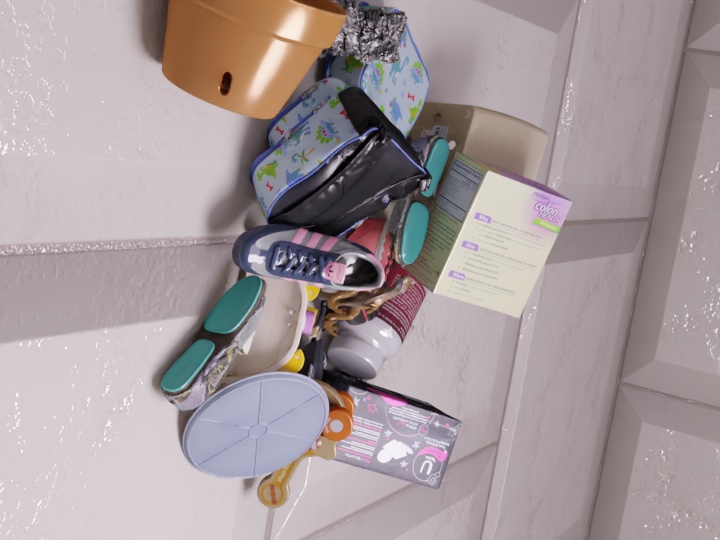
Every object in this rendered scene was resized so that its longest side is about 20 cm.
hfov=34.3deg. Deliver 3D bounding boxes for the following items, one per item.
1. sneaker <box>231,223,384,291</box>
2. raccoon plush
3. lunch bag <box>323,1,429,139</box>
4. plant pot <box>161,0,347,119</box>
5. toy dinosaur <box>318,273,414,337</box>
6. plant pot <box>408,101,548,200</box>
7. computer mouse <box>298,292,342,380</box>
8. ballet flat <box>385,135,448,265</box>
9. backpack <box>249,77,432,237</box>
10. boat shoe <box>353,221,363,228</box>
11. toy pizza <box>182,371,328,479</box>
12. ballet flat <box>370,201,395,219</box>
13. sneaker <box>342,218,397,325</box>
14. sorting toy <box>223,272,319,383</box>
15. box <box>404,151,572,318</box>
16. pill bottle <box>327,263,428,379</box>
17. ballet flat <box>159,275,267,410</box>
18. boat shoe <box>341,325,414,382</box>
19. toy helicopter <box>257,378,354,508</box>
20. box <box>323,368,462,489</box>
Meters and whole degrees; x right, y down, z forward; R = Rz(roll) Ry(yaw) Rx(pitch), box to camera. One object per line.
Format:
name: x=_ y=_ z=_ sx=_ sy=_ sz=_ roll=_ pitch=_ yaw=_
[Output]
sneaker: x=-0.059 y=-0.013 z=1.453 sx=0.199 sy=0.082 sz=0.071 roll=4 pitch=105 yaw=-30
raccoon plush: x=-0.029 y=-0.310 z=1.496 sx=0.200 sy=0.133 sz=0.097 roll=-15 pitch=116 yaw=-61
lunch bag: x=0.027 y=-0.276 z=1.683 sx=0.161 sy=0.082 sz=0.200 roll=-65 pitch=152 yaw=-19
plant pot: x=-0.130 y=-0.257 z=1.282 sx=0.200 sy=0.199 sz=0.141 roll=-11 pitch=128 yaw=-61
toy dinosaur: x=-0.016 y=0.040 z=1.567 sx=0.106 sy=0.199 sz=0.061 roll=-34 pitch=115 yaw=-47
plant pot: x=0.154 y=-0.174 z=1.880 sx=0.177 sy=0.199 sz=0.201 roll=28 pitch=77 yaw=-50
computer mouse: x=-0.067 y=0.131 z=1.678 sx=0.141 sy=0.046 sz=0.201 roll=100 pitch=14 yaw=-65
ballet flat: x=0.074 y=-0.105 z=1.725 sx=0.072 sy=0.072 sz=0.201 roll=36 pitch=70 yaw=-62
backpack: x=-0.042 y=-0.135 z=1.517 sx=0.200 sy=0.147 sz=0.183 roll=-37 pitch=147 yaw=12
boat shoe: x=0.008 y=-0.151 z=1.678 sx=0.068 sy=0.075 sz=0.200 roll=-44 pitch=163 yaw=-36
toy pizza: x=-0.138 y=0.199 z=1.533 sx=0.199 sy=0.032 sz=0.201 roll=-14 pitch=135 yaw=-14
ballet flat: x=0.073 y=-0.060 z=1.892 sx=0.200 sy=0.069 sz=0.070 roll=45 pitch=62 yaw=-60
sneaker: x=0.000 y=0.000 z=1.749 sx=0.074 sy=0.086 sz=0.201 roll=78 pitch=28 yaw=-48
sorting toy: x=-0.103 y=0.058 z=1.599 sx=0.180 sy=0.106 sz=0.201 roll=-5 pitch=107 yaw=-82
box: x=0.193 y=-0.052 z=1.767 sx=0.175 sy=0.097 sz=0.201 roll=16 pitch=105 yaw=-32
pill bottle: x=0.028 y=0.062 z=1.809 sx=0.201 sy=0.112 sz=0.113 roll=-63 pitch=150 yaw=-27
ballet flat: x=-0.177 y=0.096 z=1.471 sx=0.201 sy=0.072 sz=0.072 roll=-54 pitch=146 yaw=-27
boat shoe: x=0.006 y=0.131 z=1.874 sx=0.068 sy=0.072 sz=0.200 roll=51 pitch=54 yaw=-10
toy helicopter: x=-0.099 y=0.241 z=1.631 sx=0.079 sy=0.132 sz=0.201 roll=-86 pitch=-159 yaw=-75
box: x=0.026 y=0.239 z=1.758 sx=0.199 sy=0.132 sz=0.115 roll=21 pitch=89 yaw=-23
